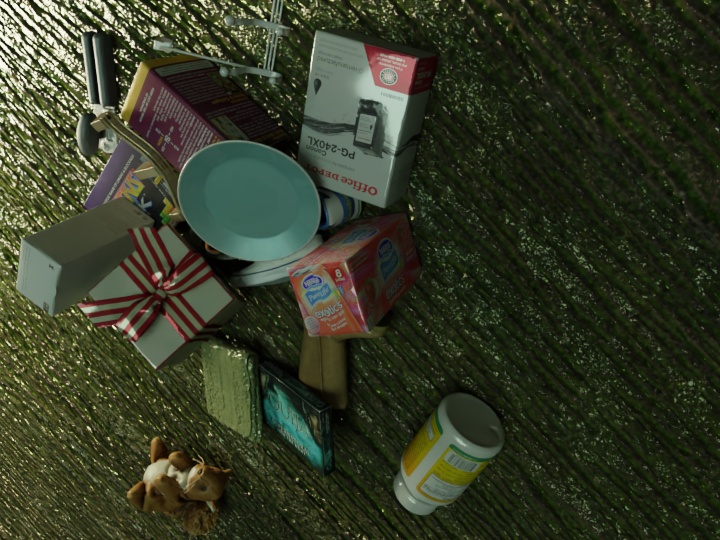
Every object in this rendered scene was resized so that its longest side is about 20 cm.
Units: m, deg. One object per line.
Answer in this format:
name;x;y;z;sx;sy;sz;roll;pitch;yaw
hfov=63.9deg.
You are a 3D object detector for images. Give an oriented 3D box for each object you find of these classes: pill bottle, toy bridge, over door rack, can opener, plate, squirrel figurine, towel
pill bottle;0.132;0.299;0.920;0.112;0.113;0.201;33;122;9
toy bridge;-0.317;-0.154;0.878;0.067;0.027;0.200;-1;134;42
over door rack;-0.196;-0.354;0.796;0.199;0.067;0.149;17;118;3
can opener;-0.439;-0.292;0.968;0.052;0.066;0.201;16;113;20
plate;-0.152;-0.096;0.803;0.199;0.026;0.201;2;131;2
squirrel figurine;-0.362;0.471;1.244;0.185;0.142;0.201;-6;124;17
towel;-0.244;0.222;1.100;0.148;0.036;0.201;16;119;34

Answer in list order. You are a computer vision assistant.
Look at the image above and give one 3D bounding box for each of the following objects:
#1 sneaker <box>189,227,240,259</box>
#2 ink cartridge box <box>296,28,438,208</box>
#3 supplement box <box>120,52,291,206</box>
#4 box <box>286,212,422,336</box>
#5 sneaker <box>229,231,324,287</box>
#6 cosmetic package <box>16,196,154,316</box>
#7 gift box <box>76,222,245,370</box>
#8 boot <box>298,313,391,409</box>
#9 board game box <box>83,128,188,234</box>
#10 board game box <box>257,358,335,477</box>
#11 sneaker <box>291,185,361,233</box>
sneaker;-0.236;-0.056;0.942;0.199;0.079;0.074;6;119;49
ink cartridge box;0.004;-0.203;0.777;0.144;0.083;0.201;21;119;16
supplement box;-0.226;-0.213;0.857;0.200;0.131;0.103;43;125;3
box;0.000;0.000;0.799;0.094;0.200;0.103;-8;107;30
sneaker;-0.135;-0.019;0.944;0.199;0.073;0.071;-15;84;28
cosmetic package;-0.439;-0.028;0.933;0.081;0.200;0.113;36;123;8
gift box;-0.321;0.040;0.941;0.200;0.187;0.185;42;82;0
boot;-0.030;0.143;0.962;0.174;0.066;0.201;18;119;32
board game box;-0.378;-0.123;1.014;0.165;0.057;0.200;46;123;-1
board game box;-0.117;0.254;1.022;0.199;0.028;0.136;23;124;46
sneaker;-0.101;-0.095;0.877;0.199;0.082;0.074;-3;112;29
